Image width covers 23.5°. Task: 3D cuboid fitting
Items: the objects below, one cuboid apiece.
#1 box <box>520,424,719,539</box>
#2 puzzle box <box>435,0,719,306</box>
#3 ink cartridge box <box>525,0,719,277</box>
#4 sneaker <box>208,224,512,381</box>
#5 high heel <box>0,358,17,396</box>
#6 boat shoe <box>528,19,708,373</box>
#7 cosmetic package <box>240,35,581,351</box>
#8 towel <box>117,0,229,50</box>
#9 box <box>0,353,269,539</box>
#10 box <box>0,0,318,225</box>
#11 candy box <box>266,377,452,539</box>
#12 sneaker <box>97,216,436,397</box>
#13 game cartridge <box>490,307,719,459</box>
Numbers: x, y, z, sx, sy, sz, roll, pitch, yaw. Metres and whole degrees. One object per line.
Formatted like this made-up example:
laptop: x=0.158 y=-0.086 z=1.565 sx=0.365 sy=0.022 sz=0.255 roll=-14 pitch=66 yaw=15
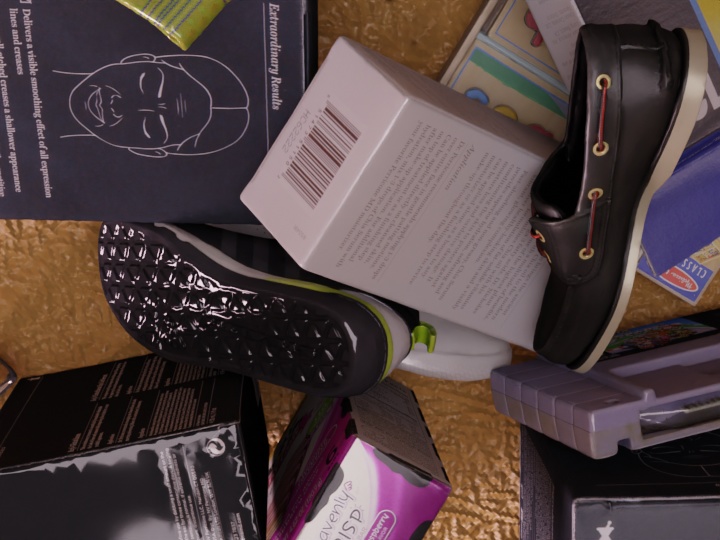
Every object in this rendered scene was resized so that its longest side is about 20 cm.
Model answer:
box: x=0.172 y=0.143 z=0.940 sx=0.148 sy=0.200 sz=0.108 roll=-1 pitch=99 yaw=-2
puzzle box: x=0.143 y=-0.085 z=0.995 sx=0.200 sy=0.025 sz=0.133 roll=30 pitch=98 yaw=-7
ink cartridge box: x=0.194 y=-0.129 z=0.933 sx=0.197 sy=0.047 sz=0.201 roll=-30 pitch=96 yaw=-29
sneaker: x=0.000 y=0.000 z=0.982 sx=0.199 sy=0.075 sz=0.089 roll=20 pitch=93 yaw=-4
high heel: x=-0.264 y=0.137 z=0.990 sx=0.142 sy=0.071 sz=0.201 roll=-2 pitch=91 yaw=4
boat shoe: x=0.112 y=-0.034 z=0.854 sx=0.063 sy=0.074 sz=0.202 roll=6 pitch=129 yaw=-7
cosmetic package: x=0.048 y=-0.034 z=0.901 sx=0.200 sy=0.071 sz=0.102 roll=21 pitch=108 yaw=-43
towel: x=-0.071 y=-0.205 z=0.833 sx=0.143 sy=0.023 sz=0.200 roll=32 pitch=70 yaw=21
box: x=-0.123 y=0.102 z=0.927 sx=0.141 sy=0.200 sz=0.079 roll=-9 pitch=100 yaw=0
box: x=-0.122 y=-0.114 z=0.906 sx=0.199 sy=0.107 sz=0.149 roll=2 pitch=128 yaw=1
candy box: x=-0.019 y=0.132 z=0.937 sx=0.061 sy=0.200 sz=0.137 roll=30 pitch=96 yaw=-7
sneaker: x=-0.052 y=0.017 z=0.928 sx=0.200 sy=0.083 sz=0.072 roll=23 pitch=117 yaw=28
game cartridge: x=0.184 y=0.054 z=0.946 sx=0.199 sy=0.130 sz=0.039 roll=-12 pitch=105 yaw=-19
